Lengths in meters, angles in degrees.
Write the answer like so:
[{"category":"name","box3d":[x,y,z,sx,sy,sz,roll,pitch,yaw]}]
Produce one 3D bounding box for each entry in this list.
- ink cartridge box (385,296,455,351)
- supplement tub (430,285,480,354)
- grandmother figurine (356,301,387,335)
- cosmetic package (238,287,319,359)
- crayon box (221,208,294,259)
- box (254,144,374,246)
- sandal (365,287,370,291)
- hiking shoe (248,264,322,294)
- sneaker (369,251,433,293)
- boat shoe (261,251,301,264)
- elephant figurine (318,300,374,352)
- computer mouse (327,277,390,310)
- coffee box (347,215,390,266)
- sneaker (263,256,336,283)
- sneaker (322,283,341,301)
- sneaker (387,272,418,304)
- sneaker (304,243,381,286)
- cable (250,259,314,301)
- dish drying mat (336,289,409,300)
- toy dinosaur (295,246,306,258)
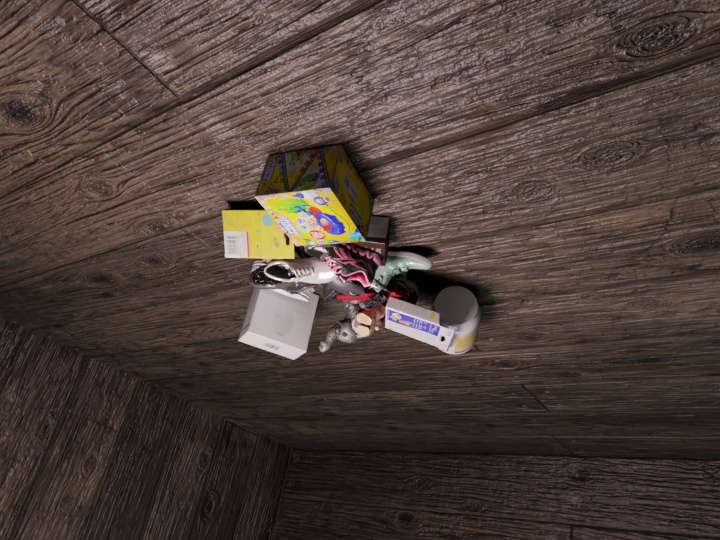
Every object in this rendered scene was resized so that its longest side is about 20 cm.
[{"category":"ink cartridge box","box3d":[0.167,0.151,1.616,0.198,0.047,0.198,17,158,8]},{"category":"supplement tub","box3d":[0.280,0.148,1.700,0.144,0.147,0.201,6,150,11]},{"category":"grandmother figurine","box3d":[0.056,0.116,1.703,0.060,0.200,0.122,28,120,18]},{"category":"cosmetic package","box3d":[-0.261,0.152,1.849,0.198,0.202,0.123,23,152,-19]},{"category":"crayon box","box3d":[-0.256,-0.096,1.488,0.198,0.128,0.051,3,-168,17]},{"category":"box","box3d":[-0.099,-0.165,1.313,0.191,0.123,0.200,-3,148,26]},{"category":"sandal","box3d":[0.000,0.000,1.633,0.080,0.054,0.201,45,164,44]},{"category":"hiking shoe","box3d":[-0.202,0.035,1.569,0.198,0.076,0.101,-3,144,1]},{"category":"sneaker","box3d":[0.092,0.011,1.542,0.198,0.119,0.074,5,168,17]},{"category":"boat shoe","box3d":[-0.245,-0.047,1.584,0.199,0.072,0.076,35,158,-13]},{"category":"elephant figurine","box3d":[-0.020,0.161,1.760,0.154,0.202,0.141,5,171,24]},{"category":"computer mouse","box3d":[-0.019,0.037,1.501,0.200,0.046,0.140,40,147,-14]},{"category":"coffee box","box3d":[-0.027,-0.085,1.468,0.198,0.080,0.115,8,151,7]},{"category":"sneaker","box3d":[-0.152,0.005,1.472,0.198,0.071,0.074,0,108,14]},{"category":"sneaker","box3d":[-0.072,0.021,1.657,0.075,0.091,0.200,-13,156,-25]},{"category":"sneaker","box3d":[0.109,0.063,1.673,0.080,0.087,0.200,-3,148,28]},{"category":"sneaker","box3d":[-0.048,-0.018,1.414,0.198,0.096,0.079,18,152,-9]},{"category":"cable","box3d":[-0.231,0.029,1.711,0.199,0.070,0.199,26,168,-29]},{"category":"dish drying mat","box3d":[0.032,0.070,1.610,0.199,0.018,0.077,-6,164,36]},{"category":"toy dinosaur","box3d":[-0.161,-0.037,1.640,0.088,0.048,0.200,26,152,5]}]
